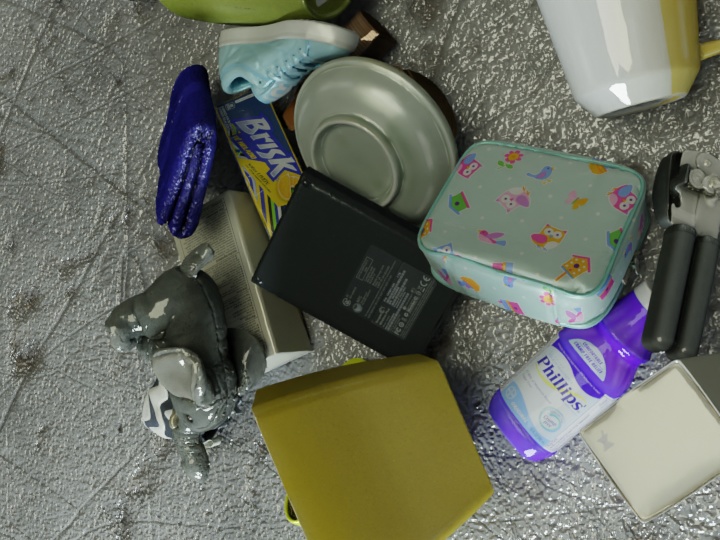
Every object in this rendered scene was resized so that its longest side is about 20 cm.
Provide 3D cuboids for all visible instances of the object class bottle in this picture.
[{"bbox_3d":[0.214,0.093,0.940,0.200,0.065,0.084,-46,68,22],"label":"bottle"}]

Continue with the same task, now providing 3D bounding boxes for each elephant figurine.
[{"bbox_3d":[-0.174,0.106,1.079,0.141,0.155,0.201,-31,79,-16],"label":"elephant figurine"}]

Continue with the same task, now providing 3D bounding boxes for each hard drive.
[{"bbox_3d":[0.000,0.000,1.036,0.199,0.033,0.140,29,114,0],"label":"hard drive"}]

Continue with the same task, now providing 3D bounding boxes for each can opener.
[{"bbox_3d":[0.286,-0.015,0.881,0.066,0.052,0.201,143,146,-64],"label":"can opener"}]

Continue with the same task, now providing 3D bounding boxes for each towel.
[{"bbox_3d":[-0.206,-0.142,1.145,0.200,0.049,0.149,-113,35,-59],"label":"towel"}]

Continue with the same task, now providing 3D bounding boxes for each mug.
[{"bbox_3d":[0.252,-0.226,0.886,0.186,0.149,0.154,-12,90,38],"label":"mug"}]

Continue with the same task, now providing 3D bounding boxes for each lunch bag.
[{"bbox_3d":[0.169,-0.041,0.939,0.199,0.077,0.161,18,64,29],"label":"lunch bag"}]

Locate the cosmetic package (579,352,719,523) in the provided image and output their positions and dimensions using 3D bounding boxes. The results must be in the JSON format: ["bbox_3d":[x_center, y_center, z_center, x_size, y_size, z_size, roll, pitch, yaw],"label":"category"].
[{"bbox_3d":[0.272,0.132,0.823,0.103,0.200,0.088,-42,68,23],"label":"cosmetic package"}]

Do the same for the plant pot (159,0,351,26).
[{"bbox_3d":[-0.102,-0.340,1.074,0.199,0.187,0.188,28,103,33],"label":"plant pot"}]

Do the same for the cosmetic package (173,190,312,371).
[{"bbox_3d":[-0.141,0.019,1.161,0.103,0.073,0.201,-25,76,30],"label":"cosmetic package"}]

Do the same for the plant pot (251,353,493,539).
[{"bbox_3d":[0.015,0.180,0.966,0.175,0.200,0.201,-24,90,-4],"label":"plant pot"}]

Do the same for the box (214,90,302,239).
[{"bbox_3d":[-0.098,-0.102,1.129,0.064,0.070,0.201,-24,74,-6],"label":"box"}]

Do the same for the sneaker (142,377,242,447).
[{"bbox_3d":[-0.187,0.120,1.185,0.129,0.079,0.201,19,99,29],"label":"sneaker"}]

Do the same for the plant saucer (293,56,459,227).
[{"bbox_3d":[0.004,-0.119,1.029,0.199,0.050,0.201,22,135,23],"label":"plant saucer"}]

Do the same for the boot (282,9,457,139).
[{"bbox_3d":[0.003,-0.165,1.075,0.155,0.077,0.200,-48,67,22],"label":"boot"}]

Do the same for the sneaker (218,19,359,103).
[{"bbox_3d":[-0.079,-0.221,1.073,0.199,0.074,0.083,7,94,46],"label":"sneaker"}]

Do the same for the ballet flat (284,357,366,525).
[{"bbox_3d":[-0.036,0.193,1.094,0.067,0.067,0.201,25,101,31],"label":"ballet flat"}]
